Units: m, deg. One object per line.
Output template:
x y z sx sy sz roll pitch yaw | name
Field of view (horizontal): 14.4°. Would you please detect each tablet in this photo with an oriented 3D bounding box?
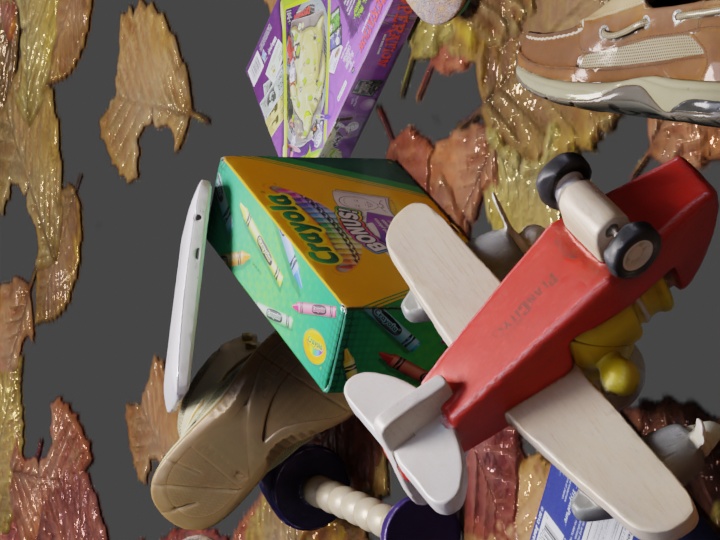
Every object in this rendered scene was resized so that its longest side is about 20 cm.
-0.110 0.019 1.786 0.200 0.014 0.130 135 142 -81 | tablet

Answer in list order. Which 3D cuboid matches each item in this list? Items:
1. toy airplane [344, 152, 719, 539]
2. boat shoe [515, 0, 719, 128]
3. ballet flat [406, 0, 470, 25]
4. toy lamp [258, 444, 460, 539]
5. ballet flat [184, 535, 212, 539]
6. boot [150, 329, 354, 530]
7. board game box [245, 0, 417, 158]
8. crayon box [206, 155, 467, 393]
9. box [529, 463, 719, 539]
0.094 0.049 1.462 0.199 0.141 0.200 -7 67 32 | toy airplane
0.154 -0.112 1.424 0.200 0.076 0.074 13 97 55 | boat shoe
0.017 -0.241 1.692 0.068 0.067 0.200 -29 64 42 | ballet flat
-0.008 0.144 1.767 0.200 0.058 0.058 12 100 64 | toy lamp
-0.044 0.216 1.806 0.200 0.067 0.068 26 93 46 | ballet flat
-0.048 0.067 1.817 0.200 0.073 0.155 -45 9 13 | boot
-0.016 -0.153 1.817 0.200 0.032 0.120 118 146 -44 | board game box
0.000 0.000 1.679 0.200 0.119 0.058 50 133 53 | crayon box
0.147 0.173 1.474 0.200 0.032 0.121 -125 42 -52 | box
